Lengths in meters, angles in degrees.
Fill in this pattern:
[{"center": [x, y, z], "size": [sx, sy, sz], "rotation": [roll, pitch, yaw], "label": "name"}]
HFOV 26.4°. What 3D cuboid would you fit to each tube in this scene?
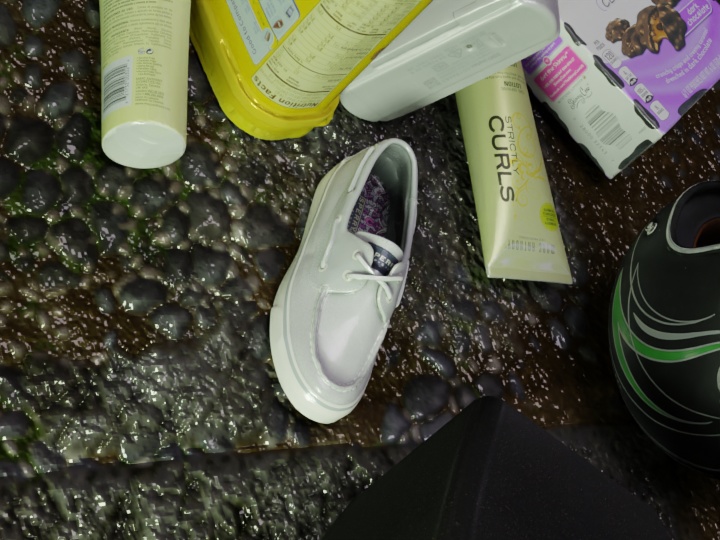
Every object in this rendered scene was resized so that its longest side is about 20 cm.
[{"center": [0.104, -0.086, 1.099], "size": [0.058, 0.052, 0.202], "rotation": [-10, 69, 5], "label": "tube"}, {"center": [-0.133, -0.160, 0.959], "size": [0.058, 0.052, 0.201], "rotation": [11, 58, -27], "label": "tube"}]

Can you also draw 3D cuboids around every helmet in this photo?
[{"center": [0.264, 0.043, 1.055], "size": [0.199, 0.190, 0.202], "rotation": [-9, 105, -37], "label": "helmet"}]

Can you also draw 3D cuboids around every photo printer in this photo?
[{"center": [0.053, -0.221, 1.072], "size": [0.069, 0.166, 0.201], "rotation": [33, 44, -44], "label": "photo printer"}]

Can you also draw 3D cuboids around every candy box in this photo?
[{"center": [0.189, -0.199, 1.213], "size": [0.200, 0.072, 0.168], "rotation": [48, 50, 2], "label": "candy box"}]

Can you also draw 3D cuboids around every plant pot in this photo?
[{"center": [0.068, 0.192, 0.814], "size": [0.199, 0.199, 0.178], "rotation": [36, 36, -15], "label": "plant pot"}]

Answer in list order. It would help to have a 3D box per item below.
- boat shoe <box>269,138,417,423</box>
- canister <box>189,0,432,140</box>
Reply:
[{"center": [0.000, 0.000, 0.955], "size": [0.072, 0.068, 0.201], "rotation": [34, 47, -17], "label": "boat shoe"}, {"center": [-0.024, -0.196, 0.965], "size": [0.086, 0.200, 0.149], "rotation": [-10, 70, -41], "label": "canister"}]
